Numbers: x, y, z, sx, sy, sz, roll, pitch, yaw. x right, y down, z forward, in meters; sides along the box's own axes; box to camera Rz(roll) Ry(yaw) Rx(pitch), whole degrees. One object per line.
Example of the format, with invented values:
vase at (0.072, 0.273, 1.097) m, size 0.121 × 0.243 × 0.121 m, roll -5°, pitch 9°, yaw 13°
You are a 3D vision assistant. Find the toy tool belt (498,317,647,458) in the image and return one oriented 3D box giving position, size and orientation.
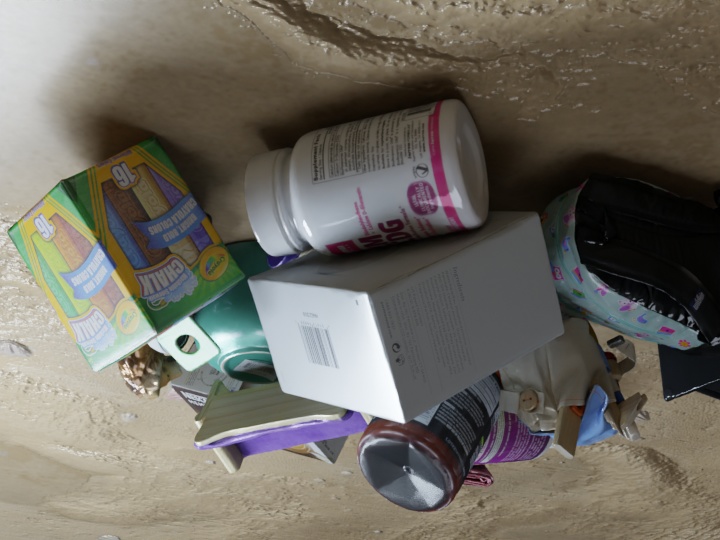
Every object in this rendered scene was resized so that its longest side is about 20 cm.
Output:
toy tool belt at (0.215, 0.132, 1.140) m, size 0.124 × 0.124 × 0.199 m, roll -30°, pitch 153°, yaw 26°

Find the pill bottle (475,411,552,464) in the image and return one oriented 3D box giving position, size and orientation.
pill bottle at (0.182, 0.191, 1.506) m, size 0.198 × 0.113 × 0.112 m, roll 3°, pitch 155°, yaw -37°

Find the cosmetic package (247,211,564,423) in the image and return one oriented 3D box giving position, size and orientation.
cosmetic package at (0.041, 0.032, 1.070) m, size 0.199 × 0.124 × 0.199 m, roll -26°, pitch -163°, yaw -31°

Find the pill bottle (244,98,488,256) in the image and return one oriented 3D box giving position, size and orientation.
pill bottle at (0.005, -0.076, 1.040) m, size 0.198 × 0.114 × 0.113 m, roll -10°, pitch 150°, yaw 20°

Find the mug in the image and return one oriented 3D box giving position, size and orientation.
mug at (-0.092, 0.053, 1.275) m, size 0.183 × 0.116 × 0.152 m, roll -7°, pitch 150°, yaw 15°

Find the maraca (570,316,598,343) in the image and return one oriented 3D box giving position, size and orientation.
maraca at (0.218, 0.100, 1.317) m, size 0.106 × 0.139 × 0.200 m, roll 19°, pitch -177°, yaw 21°

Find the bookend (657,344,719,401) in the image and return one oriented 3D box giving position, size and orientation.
bookend at (0.493, 0.104, 1.383) m, size 0.197 × 0.093 × 0.199 m, roll 20°, pitch 147°, yaw -32°

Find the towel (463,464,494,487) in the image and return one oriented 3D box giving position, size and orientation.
towel at (0.085, 0.224, 1.551) m, size 0.142 × 0.200 × 0.023 m, roll 8°, pitch 107°, yaw -12°

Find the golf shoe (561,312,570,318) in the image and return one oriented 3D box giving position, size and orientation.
golf shoe at (0.169, 0.001, 1.222) m, size 0.198 × 0.078 × 0.088 m, roll 0°, pitch 144°, yaw -1°

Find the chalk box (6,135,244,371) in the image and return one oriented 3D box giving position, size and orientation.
chalk box at (-0.204, 0.005, 1.075) m, size 0.124 × 0.201 × 0.124 m, roll -31°, pitch -178°, yaw 44°

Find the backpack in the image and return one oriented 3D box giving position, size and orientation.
backpack at (0.264, -0.008, 1.126) m, size 0.198 × 0.169 × 0.127 m, roll 18°, pitch 152°, yaw -18°

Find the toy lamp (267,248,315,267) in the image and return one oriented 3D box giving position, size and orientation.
toy lamp at (0.000, 0.000, 1.241) m, size 0.199 × 0.059 × 0.058 m, roll 20°, pitch 146°, yaw -30°

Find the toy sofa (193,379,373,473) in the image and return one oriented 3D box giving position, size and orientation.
toy sofa at (-0.070, 0.158, 1.222) m, size 0.198 × 0.098 × 0.083 m, roll -15°, pitch 124°, yaw 24°

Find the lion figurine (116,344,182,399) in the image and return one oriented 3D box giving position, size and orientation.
lion figurine at (-0.245, 0.051, 1.267) m, size 0.072 × 0.124 × 0.201 m, roll -2°, pitch 151°, yaw 6°

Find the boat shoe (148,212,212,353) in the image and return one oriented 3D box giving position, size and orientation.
boat shoe at (-0.184, 0.014, 1.195) m, size 0.056 × 0.069 × 0.201 m, roll 22°, pitch 133°, yaw 16°

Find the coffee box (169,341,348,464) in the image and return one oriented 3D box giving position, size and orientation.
coffee box at (-0.115, 0.151, 1.401) m, size 0.198 × 0.080 × 0.113 m, roll 9°, pitch 149°, yaw 37°

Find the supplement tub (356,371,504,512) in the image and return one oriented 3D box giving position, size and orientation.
supplement tub at (0.082, 0.132, 1.149) m, size 0.106 × 0.200 × 0.108 m, roll 16°, pitch 131°, yaw 20°
